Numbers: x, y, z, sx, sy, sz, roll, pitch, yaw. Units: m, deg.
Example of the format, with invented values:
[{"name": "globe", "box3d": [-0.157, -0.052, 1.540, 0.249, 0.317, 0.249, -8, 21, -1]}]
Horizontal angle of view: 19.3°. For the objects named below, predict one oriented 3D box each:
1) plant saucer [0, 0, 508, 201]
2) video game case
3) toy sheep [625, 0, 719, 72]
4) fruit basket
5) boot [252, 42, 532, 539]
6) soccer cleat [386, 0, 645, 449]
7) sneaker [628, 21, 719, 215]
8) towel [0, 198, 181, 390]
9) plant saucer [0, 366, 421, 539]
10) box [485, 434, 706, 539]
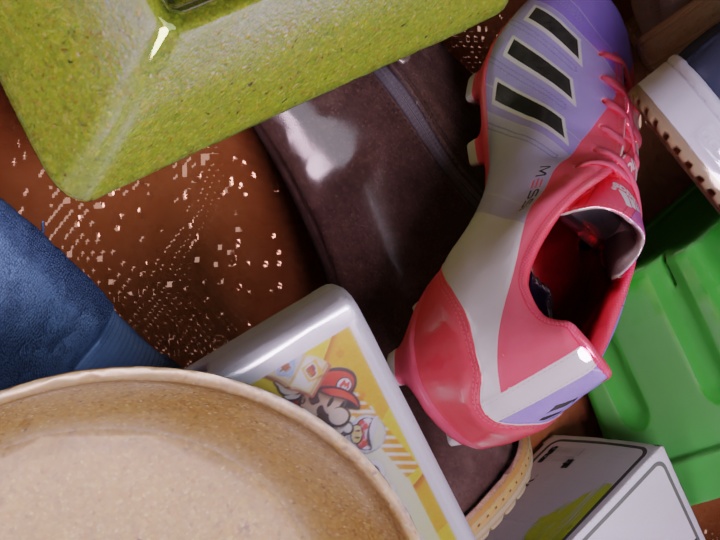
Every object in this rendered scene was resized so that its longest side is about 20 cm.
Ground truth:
[{"name": "plant saucer", "box3d": [-0.049, -0.149, 0.665, 0.199, 0.048, 0.200, -28, 92, -36]}, {"name": "video game case", "box3d": [-0.041, 0.131, 0.647, 0.182, 0.023, 0.200, -30, 114, -9]}, {"name": "toy sheep", "box3d": [0.157, -0.123, 0.799, 0.137, 0.200, 0.138, -8, 128, -11]}, {"name": "fruit basket", "box3d": [0.199, 0.044, 0.852, 0.215, 0.155, 0.216, 9, 71, -27]}, {"name": "boot", "box3d": [0.000, 0.000, 0.725, 0.166, 0.072, 0.200, 51, 48, -18]}, {"name": "soccer cleat", "box3d": [0.069, -0.027, 0.693, 0.067, 0.076, 0.200, 46, 45, -25]}, {"name": "sneaker", "box3d": [0.190, -0.019, 0.698, 0.108, 0.070, 0.200, -41, 107, 6]}, {"name": "towel", "box3d": [-0.112, 0.050, 0.646, 0.112, 0.048, 0.200, -53, 122, -17]}, {"name": "plant saucer", "box3d": [-0.075, 0.117, 0.598, 0.200, 0.035, 0.201, -6, 108, -19]}, {"name": "box", "box3d": [0.099, 0.177, 0.813, 0.117, 0.060, 0.200, -39, 114, -32]}]
